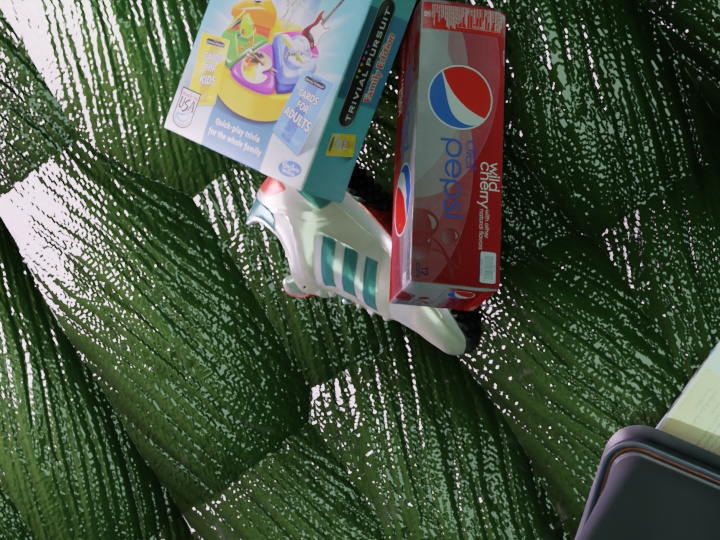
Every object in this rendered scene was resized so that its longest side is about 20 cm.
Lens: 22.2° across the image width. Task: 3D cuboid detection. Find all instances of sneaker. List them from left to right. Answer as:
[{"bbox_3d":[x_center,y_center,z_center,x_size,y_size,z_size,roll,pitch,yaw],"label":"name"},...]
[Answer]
[{"bbox_3d":[0.000,0.000,1.316,0.200,0.070,0.093,47,112,10],"label":"sneaker"}]

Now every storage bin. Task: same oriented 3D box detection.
[{"bbox_3d":[0.188,0.232,1.213,0.145,0.134,0.201,23,120,18],"label":"storage bin"}]

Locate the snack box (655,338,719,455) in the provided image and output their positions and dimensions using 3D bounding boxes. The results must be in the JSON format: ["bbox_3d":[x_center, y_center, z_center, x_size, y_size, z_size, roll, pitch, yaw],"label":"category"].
[{"bbox_3d":[0.266,0.121,1.262,0.116,0.037,0.200,36,104,10],"label":"snack box"}]

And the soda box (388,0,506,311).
[{"bbox_3d":[0.060,-0.078,1.246,0.063,0.070,0.201,6,76,-10],"label":"soda box"}]

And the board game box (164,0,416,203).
[{"bbox_3d":[-0.043,-0.167,1.278,0.151,0.047,0.201,25,98,40],"label":"board game box"}]
